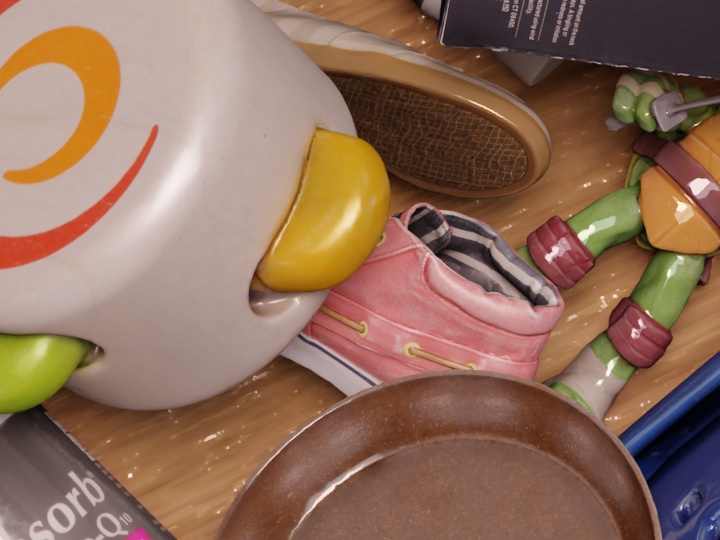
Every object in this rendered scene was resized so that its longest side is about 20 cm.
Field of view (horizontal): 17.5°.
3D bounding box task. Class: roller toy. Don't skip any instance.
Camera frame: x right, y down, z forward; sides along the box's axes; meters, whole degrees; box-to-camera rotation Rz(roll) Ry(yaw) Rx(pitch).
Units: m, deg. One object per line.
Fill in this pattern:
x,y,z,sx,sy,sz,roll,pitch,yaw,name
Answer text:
-0.096,-0.040,1.004,0.199,0.140,0.183,-33,54,15,roller toy

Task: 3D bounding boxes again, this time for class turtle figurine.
0.146,-0.012,1.053,0.194,0.144,0.200,-43,44,9,turtle figurine

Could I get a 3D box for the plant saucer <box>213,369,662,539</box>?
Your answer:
0.030,0.135,0.960,0.199,0.035,0.201,-11,55,16,plant saucer

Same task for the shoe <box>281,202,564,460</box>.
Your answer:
0.000,0.000,1.056,0.200,0.071,0.091,35,118,23,shoe

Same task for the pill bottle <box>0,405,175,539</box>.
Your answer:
-0.156,0.127,1.031,0.200,0.116,0.116,44,81,3,pill bottle

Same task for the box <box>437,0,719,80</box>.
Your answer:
0.133,-0.187,0.970,0.181,0.104,0.201,8,53,-2,box

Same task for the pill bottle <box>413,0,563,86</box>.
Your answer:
0.043,-0.190,1.101,0.116,0.116,0.200,-44,86,-9,pill bottle

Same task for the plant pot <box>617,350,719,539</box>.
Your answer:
0.215,0.126,0.989,0.199,0.200,0.180,29,36,-23,plant pot

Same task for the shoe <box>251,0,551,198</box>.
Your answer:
0.005,-0.088,1.083,0.199,0.070,0.053,19,53,28,shoe
